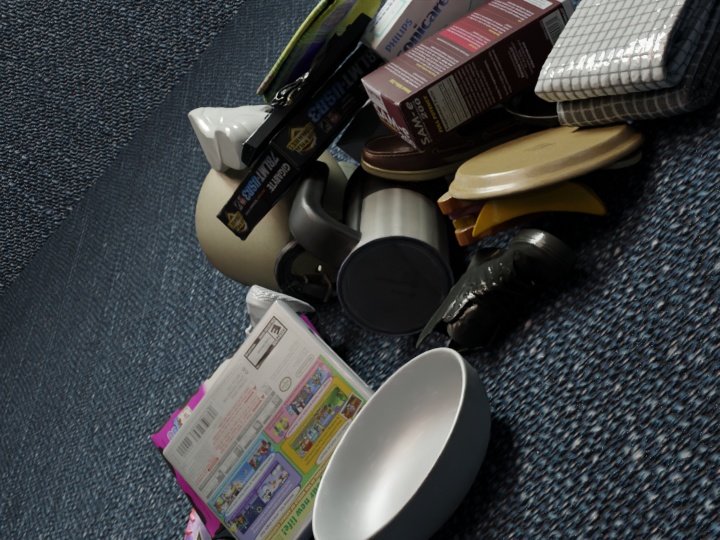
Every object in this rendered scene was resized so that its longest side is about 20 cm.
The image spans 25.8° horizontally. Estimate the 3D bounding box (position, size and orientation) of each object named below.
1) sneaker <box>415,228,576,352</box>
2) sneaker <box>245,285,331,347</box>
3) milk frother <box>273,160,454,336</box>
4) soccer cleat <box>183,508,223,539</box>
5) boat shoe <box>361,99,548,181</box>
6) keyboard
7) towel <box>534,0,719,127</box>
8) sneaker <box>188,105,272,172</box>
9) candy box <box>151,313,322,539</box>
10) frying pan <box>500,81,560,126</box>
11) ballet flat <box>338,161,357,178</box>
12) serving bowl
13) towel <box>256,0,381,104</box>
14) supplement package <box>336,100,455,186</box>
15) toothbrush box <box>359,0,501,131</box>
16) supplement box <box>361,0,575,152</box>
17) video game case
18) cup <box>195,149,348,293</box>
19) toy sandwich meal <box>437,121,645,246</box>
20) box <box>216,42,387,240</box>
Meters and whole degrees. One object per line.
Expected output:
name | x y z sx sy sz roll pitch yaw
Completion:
sneaker | 0.119 0.029 1.411 0.105 0.060 0.200 -58 13 -17
sneaker | -0.090 0.095 1.684 0.200 0.075 0.116 59 -129 -67
milk frother | 0.000 0.000 1.638 0.189 0.179 0.201 -85 6 -60
soccer cleat | -0.150 0.239 1.661 0.201 0.076 0.067 -59 19 -16
boat shoe | 0.093 -0.140 1.592 0.199 0.072 0.072 -3 33 17
keyboard | -0.056 -0.196 1.633 0.200 0.021 0.127 -51 0 -20
towel | 0.267 -0.223 1.411 0.165 0.086 0.201 -2 53 55
sneaker | -0.134 -0.161 1.805 0.088 0.076 0.200 -30 21 -15
candy box | -0.101 0.156 1.585 0.200 0.061 0.137 -45 62 16
frying pan | 0.206 -0.197 1.554 0.114 0.031 0.190 6 39 27
ballet flat | -0.071 -0.061 2.030 0.200 0.067 0.064 -44 27 27
serving bowl | 0.045 0.166 1.325 0.200 0.066 0.200 -47 19 21
towel | -0.039 -0.243 1.678 0.144 0.023 0.200 -53 -5 16
supplement package | 0.086 -0.191 1.782 0.201 0.121 0.120 -56 18 -11
toothbrush box | 0.123 -0.236 1.648 0.147 0.200 0.085 -51 18 4
supplement box | 0.111 -0.203 1.539 0.199 0.061 0.109 -31 27 -7
video game case | -0.080 0.162 1.524 0.182 0.022 0.200 43 101 29
cup | -0.078 -0.052 1.874 0.201 0.200 0.143 -53 38 1
toy sandwich meal | 0.167 -0.078 1.432 0.204 0.071 0.205 -17 13 4
box | -0.059 -0.145 1.723 0.200 0.050 0.199 -50 2 -31
